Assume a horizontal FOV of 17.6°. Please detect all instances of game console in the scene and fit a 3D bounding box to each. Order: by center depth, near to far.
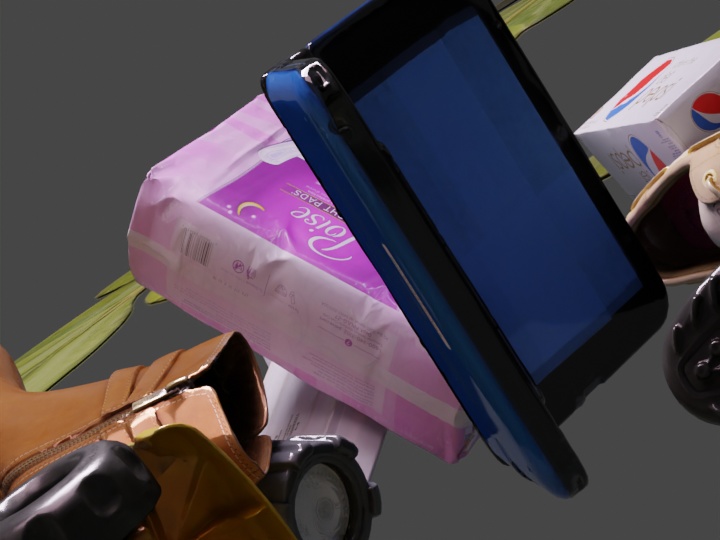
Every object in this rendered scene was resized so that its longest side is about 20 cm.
[{"bbox_3d":[0.059,-0.027,0.967,0.118,0.200,0.171,-34,9,-5],"label":"game console"}]

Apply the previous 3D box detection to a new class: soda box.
[{"bbox_3d":[0.173,-0.074,1.210,0.068,0.064,0.200,-43,6,-4],"label":"soda box"}]

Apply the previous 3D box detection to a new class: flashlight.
[{"bbox_3d":[-0.085,0.111,1.043,0.199,0.068,0.068,-7,34,41],"label":"flashlight"}]

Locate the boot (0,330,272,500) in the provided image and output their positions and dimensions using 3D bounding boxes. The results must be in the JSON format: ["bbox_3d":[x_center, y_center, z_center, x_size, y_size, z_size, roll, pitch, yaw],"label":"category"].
[{"bbox_3d":[-0.114,0.068,1.012,0.154,0.074,0.200,-37,41,14],"label":"boot"}]

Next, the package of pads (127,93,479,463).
[{"bbox_3d":[0.000,0.000,1.110,0.120,0.199,0.076,-39,-31,-47],"label":"package of pads"}]

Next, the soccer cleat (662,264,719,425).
[{"bbox_3d":[0.199,-0.007,0.844,0.200,0.068,0.073,-37,-16,3],"label":"soccer cleat"}]

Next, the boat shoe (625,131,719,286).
[{"bbox_3d":[0.177,-0.032,1.022,0.069,0.074,0.200,-40,1,-24],"label":"boat shoe"}]

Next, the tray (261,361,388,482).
[{"bbox_3d":[-0.030,0.082,1.122,0.107,0.022,0.200,-29,25,34],"label":"tray"}]

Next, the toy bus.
[{"bbox_3d":[-0.128,0.153,0.833,0.200,0.136,0.192,-38,14,-21],"label":"toy bus"}]

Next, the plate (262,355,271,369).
[{"bbox_3d":[0.020,-0.003,1.251,0.200,0.032,0.200,-43,26,9],"label":"plate"}]
